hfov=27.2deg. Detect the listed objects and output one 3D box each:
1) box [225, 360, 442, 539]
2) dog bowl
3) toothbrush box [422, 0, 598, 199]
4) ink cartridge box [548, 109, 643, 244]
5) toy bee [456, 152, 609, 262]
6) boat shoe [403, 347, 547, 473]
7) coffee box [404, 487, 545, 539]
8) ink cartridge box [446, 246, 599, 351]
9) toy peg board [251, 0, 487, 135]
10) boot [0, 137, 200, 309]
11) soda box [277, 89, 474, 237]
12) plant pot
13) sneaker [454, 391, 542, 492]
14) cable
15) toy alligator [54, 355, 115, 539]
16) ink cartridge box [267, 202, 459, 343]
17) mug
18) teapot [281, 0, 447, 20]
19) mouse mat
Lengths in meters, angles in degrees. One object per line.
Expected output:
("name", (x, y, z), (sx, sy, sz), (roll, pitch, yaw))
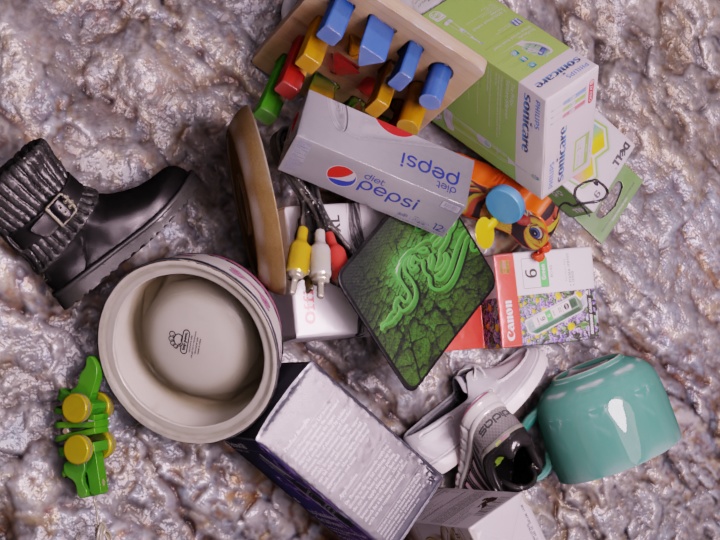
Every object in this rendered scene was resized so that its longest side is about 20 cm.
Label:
("box", (-0.034, 0.197, 1.593), (0.200, 0.148, 0.105), (41, 73, -13))
("dog bowl", (-0.168, 0.073, 1.541), (0.197, 0.074, 0.203), (5, 110, 14))
("toothbrush box", (0.161, -0.199, 1.648), (0.086, 0.200, 0.147), (-32, 143, -24))
("ink cartridge box", (0.259, -0.135, 1.782), (0.199, 0.059, 0.104), (40, 73, -14))
("toy bee", (0.180, -0.061, 1.703), (0.130, 0.199, 0.110), (-30, 132, -25))
("boat shoe", (0.130, 0.147, 1.709), (0.200, 0.072, 0.069), (-41, 103, -10))
("coffee box", (0.122, 0.306, 1.618), (0.079, 0.200, 0.114), (-28, 95, -24))
("ink cartridge box", (0.181, 0.035, 1.743), (0.197, 0.050, 0.111), (-5, 87, -23))
("toy peg board", (-0.004, -0.195, 1.596), (0.198, 0.199, 0.099), (30, 57, -17))
("boot", (-0.284, -0.081, 1.550), (0.211, 0.079, 0.158), (-42, 101, -19))
("soda box", (0.018, -0.112, 1.571), (0.198, 0.064, 0.069), (22, 53, -11))
("plant pot", (-0.112, -0.071, 1.558), (0.027, 0.200, 0.203), (-12, 90, -10))
("sneaker", (0.157, 0.231, 1.656), (0.073, 0.087, 0.202), (-26, 135, -24))
("cable", (-0.044, -0.060, 1.570), (0.096, 0.050, 0.203), (6, 69, -30))
("toy alligator", (-0.291, 0.191, 1.544), (0.053, 0.059, 0.203), (-4, 88, 20))
("ink cartridge box", (0.000, 0.000, 1.654), (0.197, 0.084, 0.147), (-4, 85, -21))
("mug", (0.267, 0.170, 1.713), (0.183, 0.152, 0.116), (-21, 91, -21))
("teapot", (0.029, -0.342, 1.664), (0.199, 0.146, 0.199), (-11, 130, -46))
("mouse mat", (0.065, 0.009, 1.609), (0.162, 0.007, 0.200), (57, 50, -20))
